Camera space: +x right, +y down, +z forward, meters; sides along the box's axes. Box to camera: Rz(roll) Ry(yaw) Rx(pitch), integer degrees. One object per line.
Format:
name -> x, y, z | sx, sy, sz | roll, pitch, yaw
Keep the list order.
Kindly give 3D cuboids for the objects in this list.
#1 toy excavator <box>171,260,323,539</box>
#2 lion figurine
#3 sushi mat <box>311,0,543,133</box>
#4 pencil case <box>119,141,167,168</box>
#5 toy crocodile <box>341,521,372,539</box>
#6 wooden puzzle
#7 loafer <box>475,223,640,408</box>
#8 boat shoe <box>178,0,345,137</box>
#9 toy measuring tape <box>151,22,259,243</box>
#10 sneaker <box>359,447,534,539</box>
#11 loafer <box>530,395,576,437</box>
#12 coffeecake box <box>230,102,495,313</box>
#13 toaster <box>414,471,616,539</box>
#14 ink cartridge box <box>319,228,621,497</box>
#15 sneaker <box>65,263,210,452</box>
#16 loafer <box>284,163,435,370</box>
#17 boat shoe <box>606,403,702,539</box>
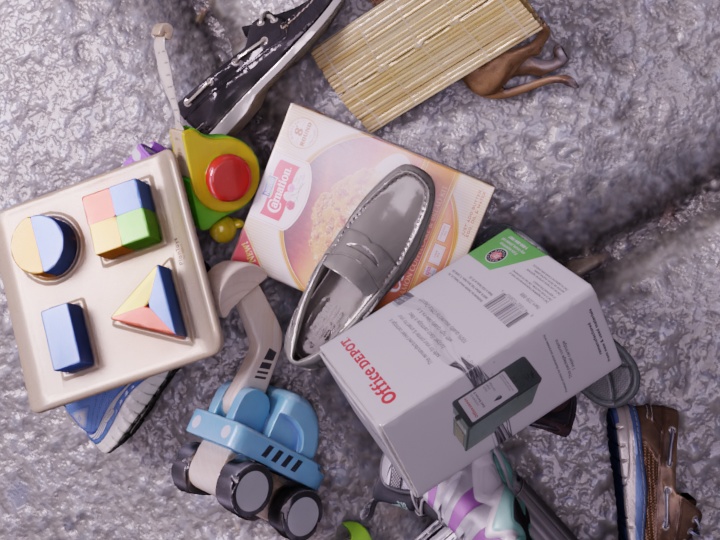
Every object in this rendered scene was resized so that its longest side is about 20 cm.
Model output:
toy excavator -> -0.096, 0.116, 1.032 | 0.194, 0.099, 0.201 | 35, 71, -37
lion figurine -> 0.099, -0.219, 1.033 | 0.122, 0.072, 0.201 | -33, 94, 15
sushi mat -> 0.055, -0.205, 1.014 | 0.199, 0.012, 0.096 | -27, 110, 31
pencil case -> -0.239, -0.032, 1.068 | 0.200, 0.084, 0.086 | -45, 50, 3
toy crocodile -> -0.065, 0.314, 1.073 | 0.199, 0.068, 0.062 | -38, 82, 3
wooden puzzle -> -0.230, 0.009, 0.990 | 0.198, 0.046, 0.187 | -19, 80, 14
loafer -> 0.179, 0.043, 1.043 | 0.072, 0.063, 0.200 | -43, 72, 14
boat shoe -> -0.089, -0.202, 1.052 | 0.060, 0.074, 0.200 | 43, 104, -3
toy measuring tape -> -0.132, -0.123, 1.011 | 0.073, 0.074, 0.202 | -8, 107, 5
sneaker -> 0.065, 0.200, 0.967 | 0.139, 0.078, 0.202 | -21, 57, 13
loafer -> 0.102, 0.124, 1.049 | 0.198, 0.072, 0.064 | -1, 96, 2
coffeecake box -> 0.004, -0.044, 1.046 | 0.198, 0.073, 0.155 | 23, 97, 4
toaster -> 0.124, 0.271, 1.031 | 0.200, 0.114, 0.129 | -41, 86, 8
ink cartridge box -> 0.084, 0.069, 0.928 | 0.199, 0.146, 0.085 | -31, 119, -7
sneaker -> -0.209, 0.069, 1.062 | 0.089, 0.079, 0.201 | 37, 95, 0
loafer -> 0.000, 0.000, 0.977 | 0.070, 0.070, 0.201 | 31, 99, 4
boat shoe -> 0.271, 0.222, 1.035 | 0.072, 0.072, 0.202 | -6, 92, 4
